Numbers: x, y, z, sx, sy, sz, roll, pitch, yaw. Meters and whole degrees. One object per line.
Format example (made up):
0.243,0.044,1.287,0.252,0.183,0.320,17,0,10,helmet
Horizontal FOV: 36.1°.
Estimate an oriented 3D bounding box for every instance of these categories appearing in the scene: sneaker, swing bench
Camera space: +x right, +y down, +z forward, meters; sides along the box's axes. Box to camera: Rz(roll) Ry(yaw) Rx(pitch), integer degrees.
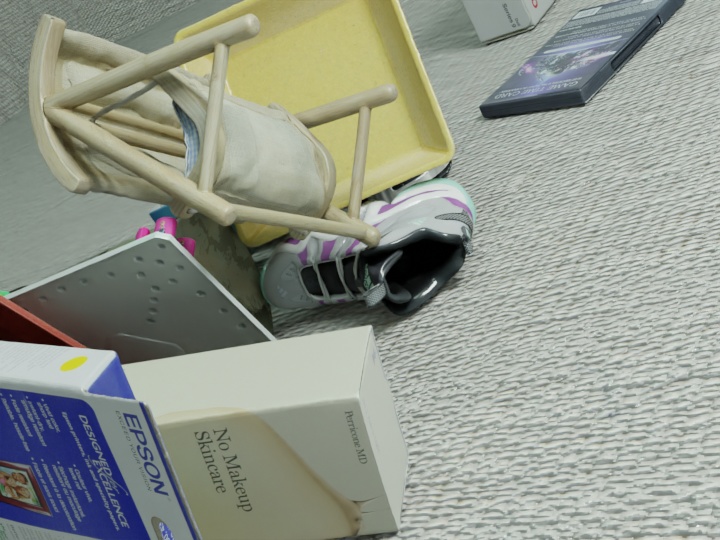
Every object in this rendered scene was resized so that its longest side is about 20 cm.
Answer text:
0.000,0.000,0.887,0.198,0.078,0.140,-26,22,15,sneaker
-0.108,-0.098,0.809,0.197,0.132,0.198,8,0,32,swing bench

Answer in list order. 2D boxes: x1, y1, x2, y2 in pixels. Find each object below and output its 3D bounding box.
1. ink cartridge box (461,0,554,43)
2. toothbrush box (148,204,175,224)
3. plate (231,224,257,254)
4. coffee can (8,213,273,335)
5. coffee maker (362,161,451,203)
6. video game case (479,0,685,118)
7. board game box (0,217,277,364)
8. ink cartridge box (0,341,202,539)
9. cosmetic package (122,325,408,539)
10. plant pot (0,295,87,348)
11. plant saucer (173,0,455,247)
0.192,-0.401,1.388,0.087,0.147,0.201,-12,29,39,ink cartridge box
-0.112,-0.097,1.211,0.198,0.086,0.147,-19,25,36,toothbrush box
-0.169,0.000,1.070,0.198,0.026,0.200,-29,-14,-7,plate
-0.194,0.052,0.936,0.197,0.148,0.147,-22,24,22,coffee can
-0.001,-0.179,1.101,0.133,0.202,0.193,-22,24,15,coffee maker
0.229,-0.225,1.142,0.200,0.019,0.142,-45,26,-28,video game case
-0.155,0.057,0.806,0.197,0.200,0.026,-19,43,26,board game box
-0.137,0.132,0.597,0.197,0.201,0.047,2,30,35,ink cartridge box
-0.078,0.108,0.671,0.196,0.105,0.073,-10,29,15,cosmetic package
-0.280,0.145,0.765,0.175,0.199,0.202,-23,38,53,plant pot
-0.038,-0.146,0.948,0.197,0.203,0.048,-22,-9,10,plant saucer
